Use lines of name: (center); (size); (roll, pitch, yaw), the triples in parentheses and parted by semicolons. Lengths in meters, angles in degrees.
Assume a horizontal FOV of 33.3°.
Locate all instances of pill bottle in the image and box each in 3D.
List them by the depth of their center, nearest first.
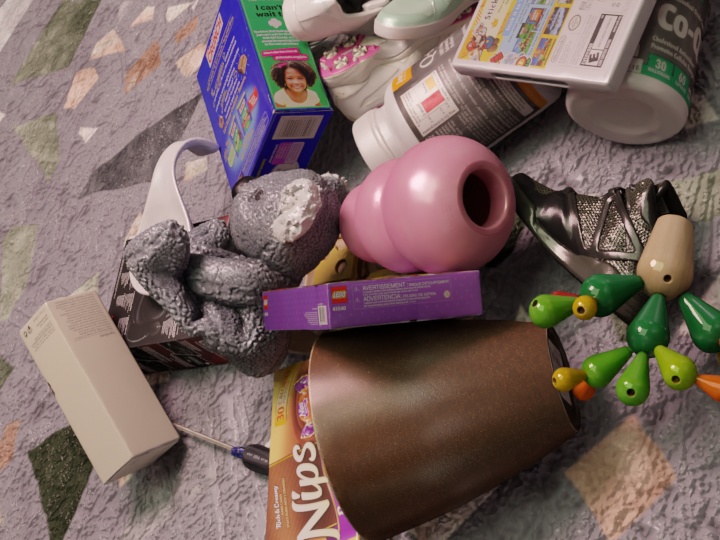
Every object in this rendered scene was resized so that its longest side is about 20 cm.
pill bottle: (0.262, -0.230, 1.114); (0.112, 0.113, 0.203); (-1, 65, 40)
pill bottle: (0.095, -0.169, 1.221); (0.199, 0.116, 0.118); (-34, 48, 20)

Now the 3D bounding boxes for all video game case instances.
video game case: (0.192, -0.261, 1.095); (0.180, 0.023, 0.202); (16, 78, 44)

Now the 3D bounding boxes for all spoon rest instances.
spoon rest: (-0.213, -0.066, 1.358); (0.098, 0.060, 0.203); (-10, 58, 38)

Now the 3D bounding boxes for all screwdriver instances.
screwdriver: (-0.145, 0.191, 1.284); (0.198, 0.028, 0.030); (5, 98, 44)

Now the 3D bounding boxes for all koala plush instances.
koala plush: (-0.092, -0.020, 1.199); (0.200, 0.177, 0.184); (-44, 83, 10)

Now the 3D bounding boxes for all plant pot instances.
plant pot: (0.082, 0.117, 1.038); (0.197, 0.187, 0.189); (-18, 54, 17)

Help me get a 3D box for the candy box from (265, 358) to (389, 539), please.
candy box: (-0.031, 0.184, 1.167); (0.115, 0.056, 0.203); (-19, 54, 32)

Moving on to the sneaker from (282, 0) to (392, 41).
sneaker: (0.008, -0.299, 1.338); (0.088, 0.199, 0.076); (-12, 102, 42)

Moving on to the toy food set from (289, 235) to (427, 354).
toy food set: (0.000, 0.000, 1.244); (0.198, 0.060, 0.146); (-12, 59, 35)

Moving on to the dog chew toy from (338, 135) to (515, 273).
dog chew toy: (0.051, -0.054, 1.119); (0.199, 0.124, 0.126); (-8, 59, 54)

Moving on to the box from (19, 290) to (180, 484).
box: (-0.290, 0.127, 1.336); (0.068, 0.082, 0.202); (-40, 75, 34)

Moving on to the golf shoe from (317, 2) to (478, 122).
golf shoe: (0.053, -0.233, 1.334); (0.197, 0.092, 0.076); (-23, 32, 2)

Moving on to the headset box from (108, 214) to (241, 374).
headset box: (-0.196, 0.029, 1.385); (0.198, 0.077, 0.151); (-11, 59, 35)

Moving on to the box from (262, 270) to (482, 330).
box: (0.004, 0.027, 1.052); (0.200, 0.135, 0.040); (172, 94, -70)

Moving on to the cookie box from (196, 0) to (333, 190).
cookie box: (-0.114, -0.204, 1.373); (0.172, 0.074, 0.202); (-59, 43, 50)

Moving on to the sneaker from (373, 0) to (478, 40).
sneaker: (0.083, -0.329, 1.264); (0.199, 0.119, 0.073); (-36, 43, -24)

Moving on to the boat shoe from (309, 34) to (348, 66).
boat shoe: (-0.083, -0.269, 1.468); (0.198, 0.067, 0.075); (-11, 59, 36)

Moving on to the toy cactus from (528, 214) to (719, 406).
toy cactus: (0.238, 0.038, 0.964); (0.197, 0.103, 0.167); (14, 64, 14)

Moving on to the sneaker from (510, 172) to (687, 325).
sneaker: (0.215, -0.047, 1.078); (0.114, 0.076, 0.199); (-48, 46, 3)
